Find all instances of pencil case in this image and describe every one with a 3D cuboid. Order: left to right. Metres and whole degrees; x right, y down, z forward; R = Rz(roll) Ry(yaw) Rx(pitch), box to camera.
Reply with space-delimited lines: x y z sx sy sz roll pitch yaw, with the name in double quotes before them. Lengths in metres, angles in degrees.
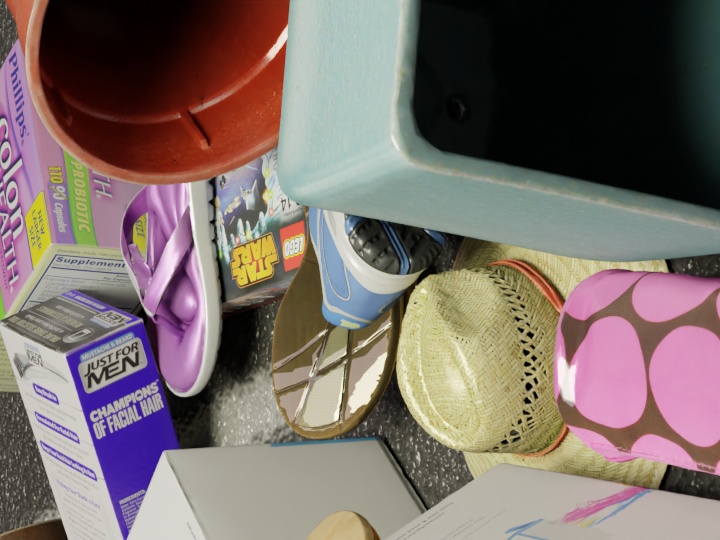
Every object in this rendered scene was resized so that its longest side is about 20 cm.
"pencil case" 0.165 0.050 0.760 0.200 0.091 0.094 8 92 58

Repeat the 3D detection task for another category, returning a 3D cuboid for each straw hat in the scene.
"straw hat" 0.066 0.044 0.910 0.201 0.085 0.201 0 90 57

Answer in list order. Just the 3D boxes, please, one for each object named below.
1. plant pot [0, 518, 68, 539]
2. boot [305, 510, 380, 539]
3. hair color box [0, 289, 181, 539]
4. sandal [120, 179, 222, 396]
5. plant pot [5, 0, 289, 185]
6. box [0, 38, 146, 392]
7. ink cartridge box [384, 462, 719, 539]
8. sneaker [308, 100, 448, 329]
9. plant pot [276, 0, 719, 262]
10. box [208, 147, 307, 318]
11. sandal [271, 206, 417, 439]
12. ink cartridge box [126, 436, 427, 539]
"plant pot" -0.244 0.309 1.311 0.187 0.187 0.200 -44 68 47
"boot" 0.023 0.224 0.900 0.071 0.144 0.201 5 83 56
"hair color box" -0.166 0.122 1.219 0.109 0.065 0.200 17 128 55
"sandal" -0.128 -0.021 1.162 0.082 0.050 0.203 -1 91 57
"plant pot" -0.128 -0.185 1.051 0.195 0.201 0.201 52 130 42
"box" -0.226 -0.034 1.330 0.200 0.097 0.176 -47 47 44
"ink cartridge box" 0.100 0.176 0.787 0.200 0.125 0.129 3 117 54
"sneaker" 0.001 -0.056 0.978 0.200 0.076 0.077 -84 17 -45
"plant pot" 0.059 -0.101 0.818 0.200 0.196 0.196 -22 61 61
"box" -0.073 -0.048 1.161 0.200 0.040 0.137 -20 74 54
"sandal" 0.000 0.000 1.040 0.080 0.054 0.200 -10 64 32
"ink cartridge box" -0.053 0.217 1.032 0.146 0.147 0.200 56 134 39
